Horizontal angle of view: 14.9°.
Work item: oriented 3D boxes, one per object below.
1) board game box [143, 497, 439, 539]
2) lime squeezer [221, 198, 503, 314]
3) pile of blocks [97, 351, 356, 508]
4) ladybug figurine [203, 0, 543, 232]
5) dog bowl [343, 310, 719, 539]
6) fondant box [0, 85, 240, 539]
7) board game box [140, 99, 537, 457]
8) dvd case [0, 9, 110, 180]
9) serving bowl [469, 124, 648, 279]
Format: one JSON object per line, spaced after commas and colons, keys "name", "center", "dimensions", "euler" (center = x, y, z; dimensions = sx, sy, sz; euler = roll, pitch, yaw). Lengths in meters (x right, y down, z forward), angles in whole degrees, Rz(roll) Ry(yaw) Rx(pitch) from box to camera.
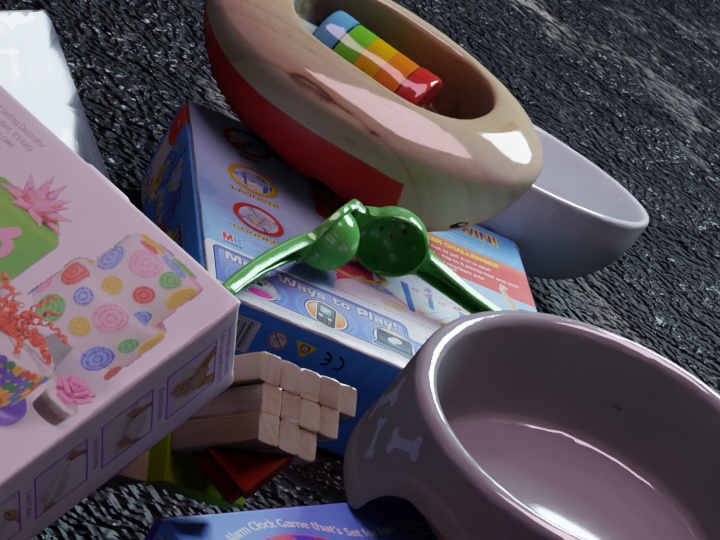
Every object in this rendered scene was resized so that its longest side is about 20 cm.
{"name": "board game box", "center": [0.015, 0.153, 1.101], "dimensions": [0.199, 0.045, 0.134], "euler": [1, 36, -50]}
{"name": "lime squeezer", "center": [0.000, 0.000, 1.280], "dimensions": [0.199, 0.038, 0.071], "euler": [11, 61, -41]}
{"name": "pile of blocks", "center": [-0.102, 0.071, 1.066], "dimensions": [0.199, 0.063, 0.082], "euler": [0, -18, 16]}
{"name": "ladybug figurine", "center": [-0.002, -0.086, 1.381], "dimensions": [0.200, 0.072, 0.136], "euler": [37, 30, 14]}
{"name": "dog bowl", "center": [0.094, 0.091, 1.158], "dimensions": [0.199, 0.059, 0.200], "euler": [19, 29, -11]}
{"name": "fondant box", "center": [-0.162, 0.036, 0.975], "dimensions": [0.200, 0.058, 0.144], "euler": [-38, 65, -26]}
{"name": "board game box", "center": [-0.006, 0.018, 1.339], "dimensions": [0.199, 0.056, 0.196], "euler": [23, 24, -18]}
{"name": "dvd case", "center": [-0.173, -0.040, 1.188], "dimensions": [0.200, 0.025, 0.151], "euler": [-12, 80, -61]}
{"name": "serving bowl", "center": [0.059, -0.050, 1.526], "dimensions": [0.199, 0.066, 0.200], "euler": [27, 12, -6]}
